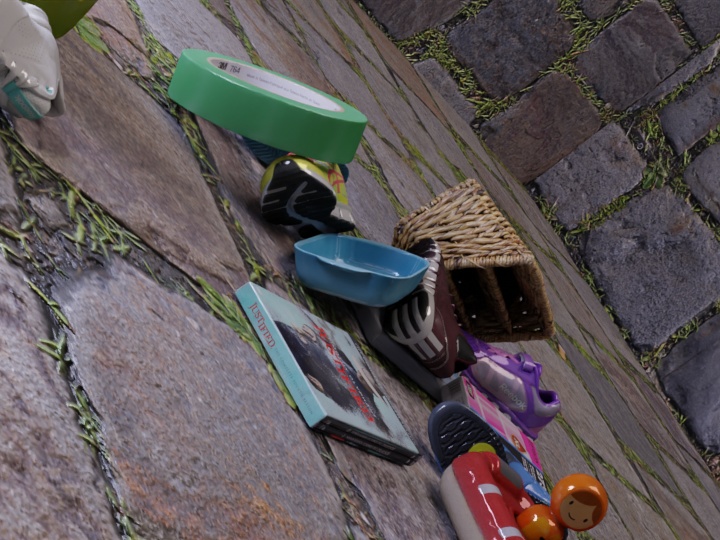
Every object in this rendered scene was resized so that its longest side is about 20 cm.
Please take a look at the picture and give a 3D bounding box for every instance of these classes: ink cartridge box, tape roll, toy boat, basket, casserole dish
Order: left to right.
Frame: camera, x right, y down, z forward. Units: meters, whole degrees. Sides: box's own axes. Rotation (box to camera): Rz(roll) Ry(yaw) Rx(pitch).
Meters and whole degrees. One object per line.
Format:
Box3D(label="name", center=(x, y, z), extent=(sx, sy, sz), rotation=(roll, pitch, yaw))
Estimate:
Box3D(label="tape roll", center=(-0.093, -0.167, 1.572), extent=(0.200, 0.048, 0.200), rotation=(21, 12, -5))
Box3D(label="casserole dish", center=(0.000, 0.000, 1.567), extent=(0.121, 0.039, 0.200), rotation=(16, 9, 11))
Box3D(label="basket", center=(0.129, 0.019, 1.855), extent=(0.149, 0.143, 0.200), rotation=(56, -6, 32))
Box3D(label="ink cartridge box", center=(0.159, 0.204, 1.689), extent=(0.200, 0.037, 0.095), rotation=(46, 21, -38))
Box3D(label="toy boat", center=(0.167, 0.234, 1.404), extent=(0.131, 0.131, 0.200), rotation=(42, 15, -41))

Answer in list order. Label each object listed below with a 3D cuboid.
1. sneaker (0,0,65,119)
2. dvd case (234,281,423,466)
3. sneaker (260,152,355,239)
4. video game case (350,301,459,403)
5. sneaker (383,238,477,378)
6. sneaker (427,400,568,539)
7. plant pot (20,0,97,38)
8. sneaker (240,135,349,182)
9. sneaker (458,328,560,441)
Box3D(label="sneaker", center=(-0.250, -0.146, 1.084), extent=(0.089, 0.075, 0.200), rotation=(65, 11, 3))
Box3D(label="dvd case", center=(-0.024, 0.093, 1.355), extent=(0.146, 0.022, 0.200), rotation=(59, 12, 28))
Box3D(label="sneaker", center=(-0.060, -0.094, 1.591), extent=(0.200, 0.078, 0.090), rotation=(49, 30, -75))
Box3D(label="video game case", center=(0.043, 0.061, 1.721), extent=(0.200, 0.022, 0.182), rotation=(42, 15, -42))
Box3D(label="sneaker", center=(0.077, 0.054, 1.676), extent=(0.116, 0.076, 0.200), rotation=(53, 21, -20))
Box3D(label="sneaker", center=(0.127, 0.202, 1.540), extent=(0.200, 0.066, 0.078), rotation=(49, 0, -19))
Box3D(label="plant pot", center=(-0.272, -0.330, 1.258), extent=(0.199, 0.181, 0.200), rotation=(54, 10, 10))
Box3D(label="sneaker", center=(-0.092, -0.158, 1.750), extent=(0.200, 0.077, 0.081), rotation=(49, 1, -46))
Box3D(label="sneaker", center=(0.168, 0.122, 1.862), extent=(0.200, 0.088, 0.080), rotation=(49, 13, -17))
